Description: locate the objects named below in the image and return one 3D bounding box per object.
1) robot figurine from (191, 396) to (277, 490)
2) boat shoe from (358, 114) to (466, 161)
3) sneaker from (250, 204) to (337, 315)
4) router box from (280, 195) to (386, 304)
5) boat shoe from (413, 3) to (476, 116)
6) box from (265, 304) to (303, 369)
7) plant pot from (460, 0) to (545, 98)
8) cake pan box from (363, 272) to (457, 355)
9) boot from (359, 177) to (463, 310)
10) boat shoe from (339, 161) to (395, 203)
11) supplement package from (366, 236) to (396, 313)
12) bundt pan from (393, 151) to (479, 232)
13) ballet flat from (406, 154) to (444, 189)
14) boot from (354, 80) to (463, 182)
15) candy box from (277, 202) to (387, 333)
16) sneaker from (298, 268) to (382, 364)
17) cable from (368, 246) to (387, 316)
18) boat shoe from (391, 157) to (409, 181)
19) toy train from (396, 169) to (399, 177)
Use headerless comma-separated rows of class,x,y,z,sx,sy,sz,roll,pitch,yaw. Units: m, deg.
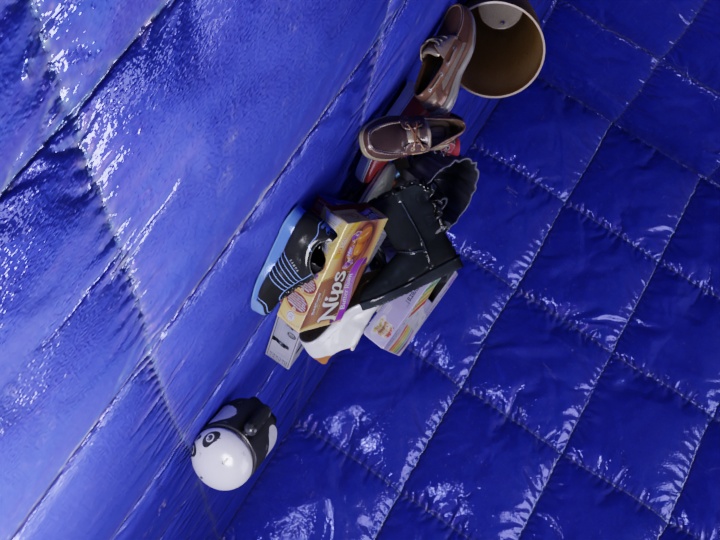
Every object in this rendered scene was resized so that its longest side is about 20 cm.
robot figurine,-0.230,0.313,1.647,0.200,0.123,0.153,-48,145,-61
boat shoe,0.089,-0.222,1.458,0.198,0.073,0.072,-9,-179,-35
sneaker,-0.100,0.001,1.331,0.070,0.077,0.201,-51,170,-54
router box,-0.047,-0.027,1.498,0.181,0.049,0.199,-60,155,14
boat shoe,0.140,-0.364,1.516,0.075,0.071,0.203,-1,-110,49
box,-0.120,0.094,1.756,0.117,0.060,0.201,-55,173,-34
plant pot,0.262,-0.459,1.703,0.201,0.184,0.188,-72,-173,-49
cake pan box,0.095,0.052,1.582,0.201,0.052,0.184,-54,167,-2
boot,0.060,-0.045,1.456,0.196,0.164,0.073,-26,-178,0
boat shoe,-0.008,-0.116,1.595,0.201,0.062,0.075,-54,155,-5
supplement package,0.049,-0.011,1.744,0.119,0.200,0.123,-12,132,-43
bundt pan,0.127,-0.143,1.668,0.201,0.076,0.203,-34,149,-23
ballet flat,0.113,-0.225,1.719,0.070,0.069,0.201,-55,141,-24
boot,0.091,-0.210,1.554,0.201,0.143,0.072,-55,-179,-12
candy box,-0.045,-0.006,1.404,0.116,0.056,0.202,-11,130,-55
sneaker,-0.012,0.079,1.533,0.199,0.073,0.085,-38,129,-9
cable,0.000,0.000,1.664,0.050,0.165,0.201,-9,150,-25
boat shoe,0.048,-0.155,1.912,0.203,0.071,0.066,-61,-175,15
toy train,0.008,-0.119,1.825,0.200,0.055,0.150,-48,147,-5
